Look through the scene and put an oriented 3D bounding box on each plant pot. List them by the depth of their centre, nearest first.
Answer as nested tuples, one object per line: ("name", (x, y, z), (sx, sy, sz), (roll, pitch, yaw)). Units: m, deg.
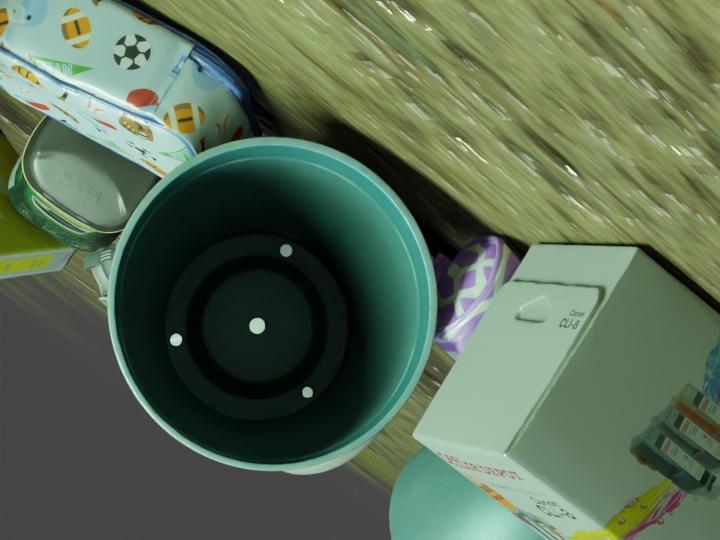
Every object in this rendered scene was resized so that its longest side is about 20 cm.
("plant pot", (-0.060, 0.028, 1.537), (0.199, 0.201, 0.188), (34, 173, -1))
("plant pot", (0.138, 0.163, 1.698), (0.199, 0.200, 0.135), (34, 131, -1))

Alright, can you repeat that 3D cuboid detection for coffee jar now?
("coffee jar", (-0.214, -0.073, 1.877), (0.104, 0.086, 0.200), (33, 169, -8))

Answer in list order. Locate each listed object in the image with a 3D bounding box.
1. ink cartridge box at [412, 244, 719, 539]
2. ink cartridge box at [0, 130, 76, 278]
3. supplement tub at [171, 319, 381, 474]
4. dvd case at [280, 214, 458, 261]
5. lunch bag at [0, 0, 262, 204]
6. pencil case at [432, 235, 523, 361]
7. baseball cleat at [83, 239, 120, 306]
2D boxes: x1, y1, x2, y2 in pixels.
("ink cartridge box", (0.161, 0.098, 1.403), (0.200, 0.145, 0.145), (38, 168, -17))
("ink cartridge box", (-0.354, -0.074, 1.949), (0.199, 0.047, 0.198), (-7, -124, -52))
("supplement tub", (-0.074, 0.052, 1.853), (0.144, 0.145, 0.200), (21, 162, 46))
("dvd case", (0.000, 0.000, 1.654), (0.142, 0.018, 0.200), (38, 155, -19))
("lunch bag", (-0.161, -0.124, 1.571), (0.199, 0.076, 0.160), (30, 170, 13))
("pencil case", (0.130, 0.061, 1.513), (0.200, 0.084, 0.086), (40, -173, -19))
("baseball cleat", (-0.137, 0.013, 1.957), (0.106, 0.070, 0.199), (-9, 153, 42))
